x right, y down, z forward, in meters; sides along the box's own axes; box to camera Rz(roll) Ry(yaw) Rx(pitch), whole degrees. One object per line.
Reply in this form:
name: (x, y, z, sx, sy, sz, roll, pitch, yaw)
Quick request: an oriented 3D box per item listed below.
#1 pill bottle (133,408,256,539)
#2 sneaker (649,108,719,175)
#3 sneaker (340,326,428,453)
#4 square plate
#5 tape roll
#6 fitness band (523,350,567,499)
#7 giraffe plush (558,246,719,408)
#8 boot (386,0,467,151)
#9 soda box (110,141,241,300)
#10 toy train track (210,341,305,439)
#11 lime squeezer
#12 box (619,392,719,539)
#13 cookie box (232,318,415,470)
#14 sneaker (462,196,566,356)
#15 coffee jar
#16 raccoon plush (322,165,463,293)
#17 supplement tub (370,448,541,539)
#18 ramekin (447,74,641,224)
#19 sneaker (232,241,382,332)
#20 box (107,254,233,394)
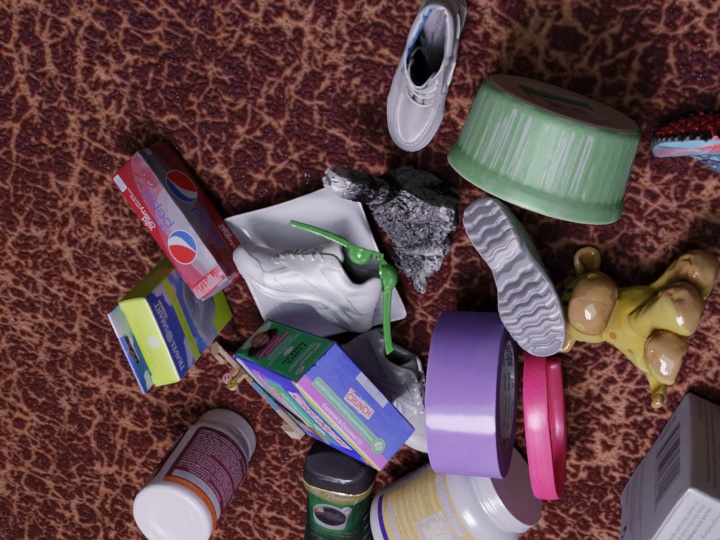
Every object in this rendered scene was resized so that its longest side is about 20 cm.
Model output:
pill bottle: (-0.226, 0.289, 1.416, 0.113, 0.200, 0.115, 7, 118, 14)
sneaker: (0.415, -0.118, 1.091, 0.198, 0.079, 0.096, 4, 118, 16)
sneaker: (0.058, 0.161, 1.343, 0.080, 0.070, 0.200, -37, 100, 26)
square plate: (-0.060, -0.006, 1.320, 0.199, 0.028, 0.199, -15, 109, 23)
tape roll: (0.140, 0.150, 1.236, 0.084, 0.200, 0.201, 1, 116, 15)
fitness band: (0.230, 0.188, 1.260, 0.037, 0.144, 0.201, -2, 114, 19)
giraffe plush: (0.309, 0.048, 1.182, 0.161, 0.173, 0.200, 22, 155, 17)
boot: (0.066, -0.217, 1.138, 0.073, 0.096, 0.201, 17, 119, 8)
soda box: (-0.228, -0.064, 1.299, 0.063, 0.070, 0.201, -35, 89, 31)
toy train track: (-0.148, 0.167, 1.365, 0.200, 0.033, 0.115, 39, 169, 36)
lime squeezer: (0.000, 0.000, 1.227, 0.070, 0.038, 0.200, -37, 93, 11)
box: (0.429, 0.304, 1.224, 0.170, 0.199, 0.201, 24, 122, 4)
cookie box: (-0.050, 0.154, 1.285, 0.171, 0.075, 0.200, 50, 161, -24)
sneaker: (0.195, 0.002, 1.190, 0.074, 0.082, 0.201, -23, 87, 30)
coffee jar: (-0.031, 0.340, 1.448, 0.104, 0.085, 0.201, 10, 119, 15)
raccoon plush: (0.028, -0.054, 1.215, 0.199, 0.097, 0.135, 15, 121, -16)
supplement tub: (0.128, 0.323, 1.357, 0.200, 0.146, 0.146, -34, 102, 28)
ramekin: (0.202, -0.136, 1.083, 0.199, 0.200, 0.098, 20, 112, 6)
sneaker: (-0.061, -0.004, 1.271, 0.199, 0.078, 0.100, 22, 113, -5)
box: (-0.241, 0.056, 1.306, 0.047, 0.200, 0.123, -11, 112, 22)
